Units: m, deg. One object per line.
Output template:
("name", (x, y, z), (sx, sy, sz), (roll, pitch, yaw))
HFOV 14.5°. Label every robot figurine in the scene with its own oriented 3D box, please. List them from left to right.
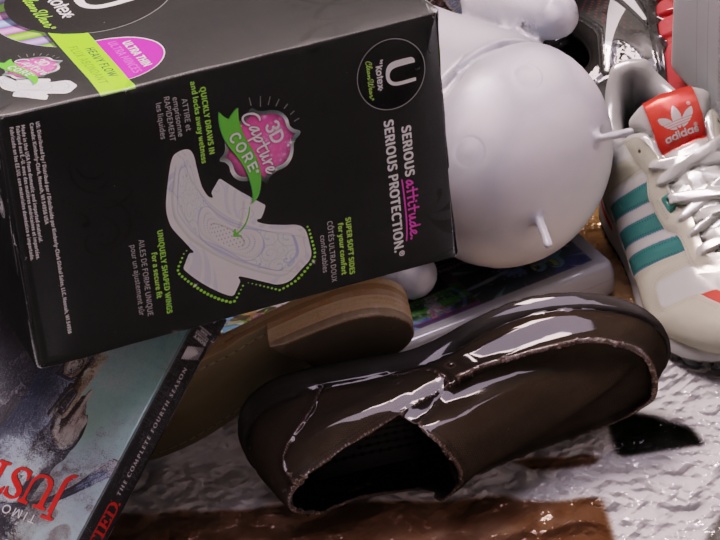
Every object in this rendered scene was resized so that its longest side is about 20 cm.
("robot figurine", (0.044, -0.069, 1.403), (0.200, 0.113, 0.170), (26, 88, 44))

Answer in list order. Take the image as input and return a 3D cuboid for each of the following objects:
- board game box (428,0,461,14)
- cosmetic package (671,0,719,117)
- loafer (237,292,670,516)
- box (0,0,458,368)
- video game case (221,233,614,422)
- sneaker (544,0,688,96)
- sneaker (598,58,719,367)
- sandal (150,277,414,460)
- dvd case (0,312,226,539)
("board game box", (0.008, -0.196, 1.551), (0.200, 0.097, 0.159), (-32, 61, 10))
("cosmetic package", (0.270, -0.126, 1.360), (0.167, 0.166, 0.200), (-22, 51, -16))
("loafer", (0.047, 0.071, 1.278), (0.200, 0.073, 0.071), (-17, 42, 2))
("box", (-0.078, -0.063, 1.265), (0.200, 0.124, 0.149), (-14, 29, -17))
("video game case", (0.000, 0.000, 1.438), (0.200, 0.023, 0.182), (-21, 33, -15))
("sneaker", (0.138, -0.131, 1.547), (0.098, 0.071, 0.200), (-9, 34, 1))
("sneaker", (0.156, -0.033, 1.367), (0.070, 0.093, 0.200), (-16, 32, -5))
("sandal", (-0.078, 0.031, 1.322), (0.212, 0.078, 0.070), (-20, 60, 15))
("dvd case", (-0.162, 0.086, 1.274), (0.146, 0.022, 0.200), (17, 73, 37))
